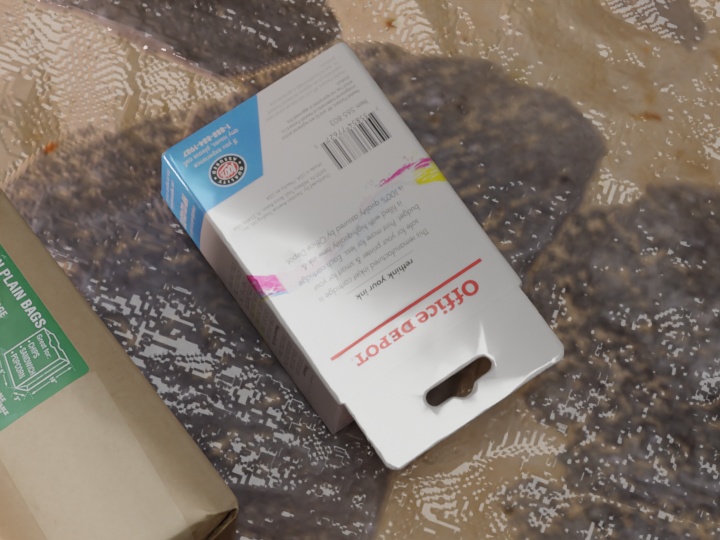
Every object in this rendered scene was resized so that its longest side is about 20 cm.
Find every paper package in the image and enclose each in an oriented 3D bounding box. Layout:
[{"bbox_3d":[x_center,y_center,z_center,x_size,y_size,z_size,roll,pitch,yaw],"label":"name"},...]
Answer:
[{"bbox_3d":[-0.153,0.083,1.301,0.103,0.191,0.200,-35,78,-15],"label":"paper package"}]

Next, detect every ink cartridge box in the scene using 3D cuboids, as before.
[{"bbox_3d":[0.000,0.000,1.404,0.115,0.068,0.200,-33,78,-14],"label":"ink cartridge box"}]
